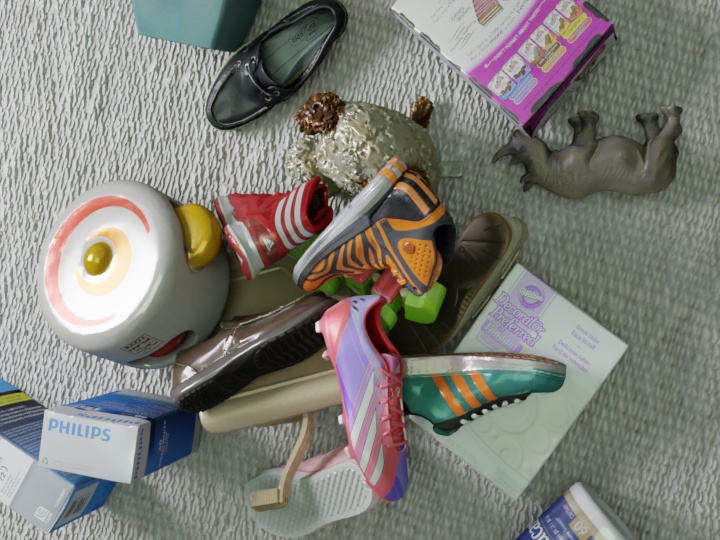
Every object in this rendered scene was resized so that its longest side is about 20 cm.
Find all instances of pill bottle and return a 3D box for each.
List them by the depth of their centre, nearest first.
[{"bbox_3d":[0.190,0.324,1.087,0.200,0.111,0.111,-45,83,7],"label":"pill bottle"}]

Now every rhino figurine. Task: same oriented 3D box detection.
[{"bbox_3d":[0.235,-0.120,1.107,0.196,0.060,0.089,-2,87,11],"label":"rhino figurine"}]

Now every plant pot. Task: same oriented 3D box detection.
[{"bbox_3d":[-0.169,-0.344,1.143,0.139,0.141,0.204,12,101,10],"label":"plant pot"}]

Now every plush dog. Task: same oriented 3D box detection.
[{"bbox_3d":[0.021,-0.117,1.087,0.199,0.172,0.162,37,95,9],"label":"plush dog"}]

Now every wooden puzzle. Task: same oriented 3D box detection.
[{"bbox_3d":[-0.092,0.064,1.152,0.182,0.037,0.203,-15,64,10],"label":"wooden puzzle"}]

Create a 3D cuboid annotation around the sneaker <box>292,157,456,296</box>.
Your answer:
[{"bbox_3d":[0.015,-0.010,1.013,0.112,0.078,0.200,44,139,-3],"label":"sneaker"}]

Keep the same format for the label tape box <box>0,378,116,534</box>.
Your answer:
[{"bbox_3d":[-0.377,0.196,1.170,0.198,0.143,0.067,30,94,8],"label":"label tape box"}]

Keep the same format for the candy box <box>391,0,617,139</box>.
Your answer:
[{"bbox_3d":[0.148,-0.256,1.104,0.137,0.061,0.200,-47,71,7],"label":"candy box"}]

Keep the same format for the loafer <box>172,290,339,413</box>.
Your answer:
[{"bbox_3d":[-0.114,0.069,1.093,0.198,0.073,0.072,-28,60,0],"label":"loafer"}]

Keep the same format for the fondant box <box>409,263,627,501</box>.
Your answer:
[{"bbox_3d":[0.165,0.115,1.120,0.143,0.058,0.201,36,95,9],"label":"fondant box"}]

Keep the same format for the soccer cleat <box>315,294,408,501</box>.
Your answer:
[{"bbox_3d":[0.017,0.124,1.038,0.075,0.066,0.204,-20,84,25],"label":"soccer cleat"}]

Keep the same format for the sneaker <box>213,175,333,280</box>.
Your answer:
[{"bbox_3d":[-0.085,-0.053,1.111,0.114,0.200,0.079,-25,113,-5],"label":"sneaker"}]

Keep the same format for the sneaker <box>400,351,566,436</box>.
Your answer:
[{"bbox_3d":[0.110,0.125,1.069,0.196,0.071,0.082,-3,89,20],"label":"sneaker"}]

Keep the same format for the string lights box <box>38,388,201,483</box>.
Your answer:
[{"bbox_3d":[-0.246,0.169,1.119,0.101,0.200,0.060,8,91,10],"label":"string lights box"}]

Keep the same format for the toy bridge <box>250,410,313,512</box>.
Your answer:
[{"bbox_3d":[-0.084,0.152,1.134,0.066,0.027,0.203,-10,60,13],"label":"toy bridge"}]

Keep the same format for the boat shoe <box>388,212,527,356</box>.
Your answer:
[{"bbox_3d":[0.104,0.022,1.123,0.072,0.064,0.201,49,118,25],"label":"boat shoe"}]

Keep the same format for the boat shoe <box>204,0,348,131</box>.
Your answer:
[{"bbox_3d":[-0.093,-0.223,1.155,0.198,0.066,0.075,-35,105,6],"label":"boat shoe"}]

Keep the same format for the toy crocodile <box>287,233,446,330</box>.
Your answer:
[{"bbox_3d":[0.000,0.000,1.101,0.198,0.062,0.068,30,71,23],"label":"toy crocodile"}]

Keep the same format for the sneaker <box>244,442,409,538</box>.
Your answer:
[{"bbox_3d":[-0.031,0.232,1.154,0.198,0.104,0.077,-21,89,39],"label":"sneaker"}]

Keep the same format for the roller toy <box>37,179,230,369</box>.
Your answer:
[{"bbox_3d":[-0.241,0.005,1.125,0.197,0.139,0.185,18,83,29],"label":"roller toy"}]
